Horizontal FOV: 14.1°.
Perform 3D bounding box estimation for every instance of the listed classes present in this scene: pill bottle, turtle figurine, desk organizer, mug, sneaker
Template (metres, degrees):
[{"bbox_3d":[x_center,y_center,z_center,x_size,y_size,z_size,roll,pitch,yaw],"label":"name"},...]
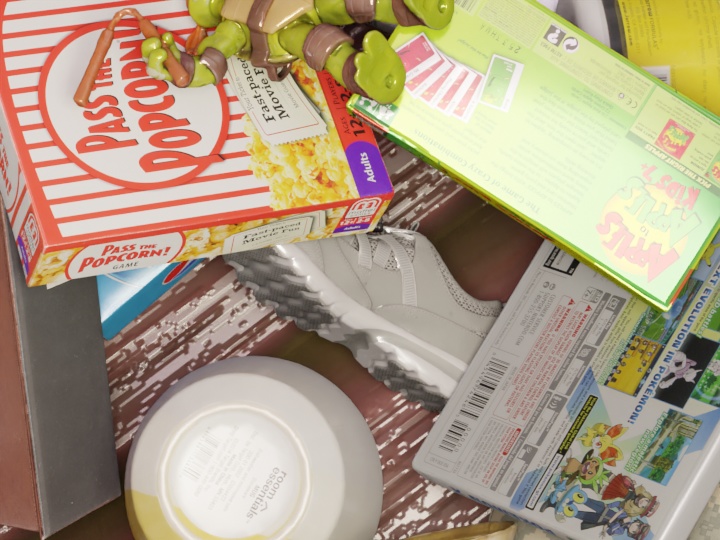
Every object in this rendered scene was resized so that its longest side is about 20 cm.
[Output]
[{"bbox_3d":[0.213,-0.114,1.626,0.199,0.112,0.113,-4,84,-8],"label":"pill bottle"},{"bbox_3d":[-0.042,-0.126,1.510,0.161,0.065,0.200,15,46,37],"label":"turtle figurine"},{"bbox_3d":[-0.193,0.038,1.604,0.077,0.072,0.201,7,110,33],"label":"desk organizer"},{"bbox_3d":[-0.059,0.134,1.595,0.149,0.153,0.187,-14,84,0],"label":"mug"},{"bbox_3d":[0.000,0.000,1.635,0.200,0.075,0.082,38,70,-24],"label":"sneaker"}]

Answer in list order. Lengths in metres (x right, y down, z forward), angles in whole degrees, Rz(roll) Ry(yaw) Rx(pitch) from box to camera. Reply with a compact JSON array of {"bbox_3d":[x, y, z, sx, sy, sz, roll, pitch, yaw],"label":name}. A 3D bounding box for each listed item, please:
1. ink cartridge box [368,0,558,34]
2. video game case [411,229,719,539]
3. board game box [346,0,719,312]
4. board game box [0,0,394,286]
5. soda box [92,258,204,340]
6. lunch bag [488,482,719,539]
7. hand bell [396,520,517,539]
[{"bbox_3d":[0.063,-0.226,1.683,0.162,0.057,0.201,24,90,5],"label":"ink cartridge box"},{"bbox_3d":[0.142,0.051,1.567,0.182,0.022,0.200,20,73,45],"label":"video game case"},{"bbox_3d":[0.103,-0.074,1.536,0.200,0.048,0.102,33,90,1],"label":"board game box"},{"bbox_3d":[-0.100,-0.081,1.553,0.199,0.046,0.152,-10,66,-24],"label":"board game box"},{"bbox_3d":[-0.092,-0.050,1.658,0.200,0.068,0.064,-41,83,-2],"label":"soda box"},{"bbox_3d":[0.172,0.113,1.602,0.199,0.118,0.165,13,80,31],"label":"lunch bag"},{"bbox_3d":[0.053,0.243,1.562,0.104,0.104,0.201,-12,90,1],"label":"hand bell"}]
